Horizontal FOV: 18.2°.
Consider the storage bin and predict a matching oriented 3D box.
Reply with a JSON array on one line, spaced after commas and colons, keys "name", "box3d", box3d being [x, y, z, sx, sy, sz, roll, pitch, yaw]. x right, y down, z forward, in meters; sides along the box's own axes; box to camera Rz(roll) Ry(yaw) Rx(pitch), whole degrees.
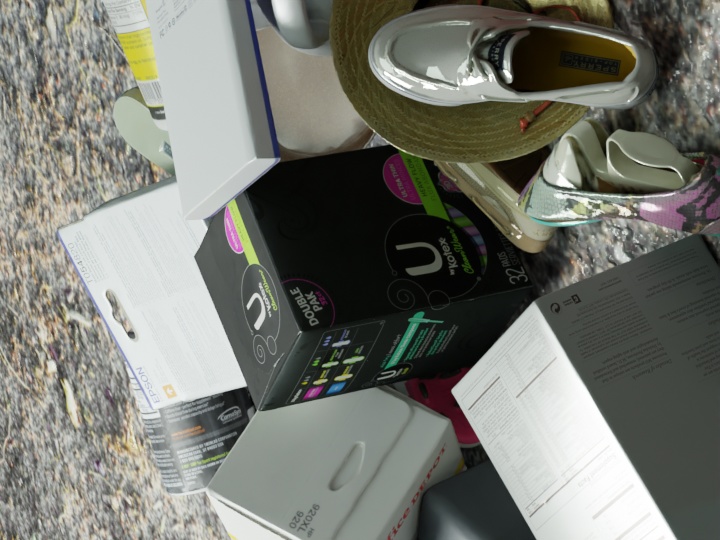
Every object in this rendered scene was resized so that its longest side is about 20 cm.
[{"name": "storage bin", "box3d": [0.118, 0.244, 1.731, 0.134, 0.145, 0.200, 42, 140, 37]}]

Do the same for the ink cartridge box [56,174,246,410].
[{"name": "ink cartridge box", "box3d": [-0.161, 0.018, 2.013, 0.200, 0.041, 0.200, -16, 105, 45]}]

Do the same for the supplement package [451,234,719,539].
[{"name": "supplement package", "box3d": [0.194, 0.112, 1.528, 0.200, 0.151, 0.151, 60, 148, 15]}]

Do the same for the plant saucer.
[{"name": "plant saucer", "box3d": [-0.046, -0.173, 1.798, 0.200, 0.032, 0.201, 5, 99, 35]}]

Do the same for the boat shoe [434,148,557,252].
[{"name": "boat shoe", "box3d": [0.076, -0.095, 1.671, 0.200, 0.071, 0.065, 51, 144, 26]}]

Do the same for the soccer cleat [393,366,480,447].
[{"name": "soccer cleat", "box3d": [0.049, 0.069, 1.829, 0.200, 0.070, 0.086, 57, 162, 25]}]

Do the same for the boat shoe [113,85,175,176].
[{"name": "boat shoe", "box3d": [-0.125, -0.101, 1.984, 0.201, 0.071, 0.070, 41, 138, 9]}]

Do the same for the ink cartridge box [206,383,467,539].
[{"name": "ink cartridge box", "box3d": [-0.009, 0.186, 1.787, 0.144, 0.147, 0.200, 25, 158, 22]}]

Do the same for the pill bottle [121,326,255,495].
[{"name": "pill bottle", "box3d": [-0.164, 0.104, 2.134, 0.106, 0.106, 0.201, -8, 100, 59]}]

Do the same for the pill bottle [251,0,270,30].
[{"name": "pill bottle", "box3d": [-0.115, -0.287, 1.740, 0.109, 0.109, 0.201, 17, 120, 53]}]

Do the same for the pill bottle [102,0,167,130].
[{"name": "pill bottle", "box3d": [-0.157, -0.230, 1.892, 0.114, 0.114, 0.200, 5, 121, 57]}]

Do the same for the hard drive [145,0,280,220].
[{"name": "hard drive", "box3d": [-0.112, -0.153, 1.639, 0.132, 0.025, 0.201, -34, 63, 57]}]

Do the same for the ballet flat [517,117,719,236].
[{"name": "ballet flat", "box3d": [0.176, -0.066, 1.517, 0.200, 0.069, 0.071, 9, 139, 49]}]

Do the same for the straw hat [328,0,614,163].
[{"name": "straw hat", "box3d": [0.084, -0.162, 1.594, 0.201, 0.201, 0.085, 65, -170, 8]}]

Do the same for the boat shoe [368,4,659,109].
[{"name": "boat shoe", "box3d": [0.098, -0.143, 1.509, 0.199, 0.070, 0.071, 9, 88, 15]}]

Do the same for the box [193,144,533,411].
[{"name": "box", "box3d": [0.000, 0.000, 1.702, 0.149, 0.199, 0.124, 67, 151, 25]}]

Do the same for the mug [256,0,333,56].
[{"name": "mug", "box3d": [-0.028, -0.241, 1.637, 0.147, 0.200, 0.176, 4, 124, 14]}]
